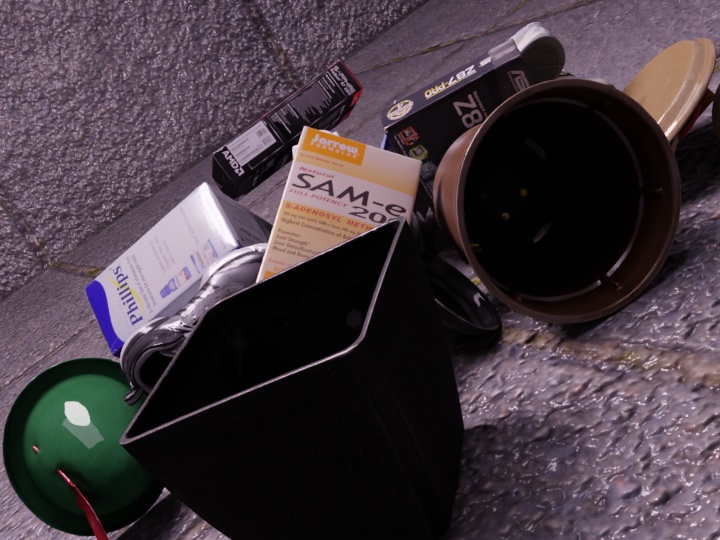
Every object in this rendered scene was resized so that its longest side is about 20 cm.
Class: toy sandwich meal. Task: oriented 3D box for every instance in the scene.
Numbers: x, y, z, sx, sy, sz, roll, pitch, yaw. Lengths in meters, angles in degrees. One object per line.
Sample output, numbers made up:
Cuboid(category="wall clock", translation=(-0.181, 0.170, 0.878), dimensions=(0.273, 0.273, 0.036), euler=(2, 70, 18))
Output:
Cuboid(category="toy sandwich meal", translation=(0.309, -0.148, 0.973), dimensions=(0.206, 0.070, 0.205), euler=(-55, 10, 14))

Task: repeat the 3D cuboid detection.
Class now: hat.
Cuboid(category="hat", translation=(-0.230, 0.178, 0.866), dimensions=(0.165, 0.201, 0.176), euler=(-40, 10, -20))

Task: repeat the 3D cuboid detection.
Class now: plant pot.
Cuboid(category="plant pot", translation=(0.158, -0.068, 0.878), dimensions=(0.199, 0.202, 0.198), euler=(-32, 11, -5))
Cuboid(category="plant pot", translation=(-0.023, 0.109, 0.711), dimensions=(0.197, 0.179, 0.201), euler=(-24, 18, 22))

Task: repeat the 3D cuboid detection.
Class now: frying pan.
Cuboid(category="frying pan", translation=(0.063, -0.003, 0.916), dimensions=(0.031, 0.114, 0.190), euler=(-53, 53, 20))

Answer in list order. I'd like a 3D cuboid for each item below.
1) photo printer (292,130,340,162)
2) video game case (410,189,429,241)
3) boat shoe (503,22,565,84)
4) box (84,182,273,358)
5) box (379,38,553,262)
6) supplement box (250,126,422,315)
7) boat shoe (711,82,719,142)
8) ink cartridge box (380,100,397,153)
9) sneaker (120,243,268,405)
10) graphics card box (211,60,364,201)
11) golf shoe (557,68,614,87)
Cuboid(category="photo printer", translation=(-0.036, -0.080, 1.196), dimensions=(0.068, 0.169, 0.200), euler=(-18, 0, -4))
Cuboid(category="video game case", translation=(0.070, -0.117, 1.182), dimensions=(0.181, 0.025, 0.203), euler=(-110, 38, -76))
Cuboid(category="boat shoe", translation=(0.137, -0.187, 1.042), dimensions=(0.202, 0.074, 0.065), euler=(-46, 29, 20))
Cuboid(category="box", translation=(-0.187, 0.023, 1.126), dimensions=(0.199, 0.184, 0.106), euler=(-39, 60, 11))
Cuboid(category="box", translation=(0.136, -0.122, 1.016), dimensions=(0.159, 0.201, 0.049), euler=(-26, 33, 12))
Cuboid(category="supplement box", translation=(-0.023, -0.024, 0.884), dimensions=(0.074, 0.124, 0.202), euler=(112, 173, -57))
Cuboid(category="boat shoe", translation=(0.414, -0.193, 0.976), dimensions=(0.071, 0.065, 0.202), euler=(-4, 50, 39))
Cuboid(category="ink cartridge box", translation=(0.038, -0.129, 1.111), dimensions=(0.200, 0.041, 0.121), euler=(-54, -21, -86))
Cuboid(category="sneaker", translation=(-0.144, 0.057, 0.893), dimensions=(0.199, 0.076, 0.114), euler=(-37, 18, 2))
Cuboid(category="graphics card box", translation=(-0.093, -0.168, 1.169), dimensions=(0.199, 0.051, 0.125), euler=(-40, 1, -11))
Cuboid(category="golf shoe", translation=(0.203, -0.209, 1.068), dimensions=(0.076, 0.090, 0.199), euler=(-7, 8, -35))
